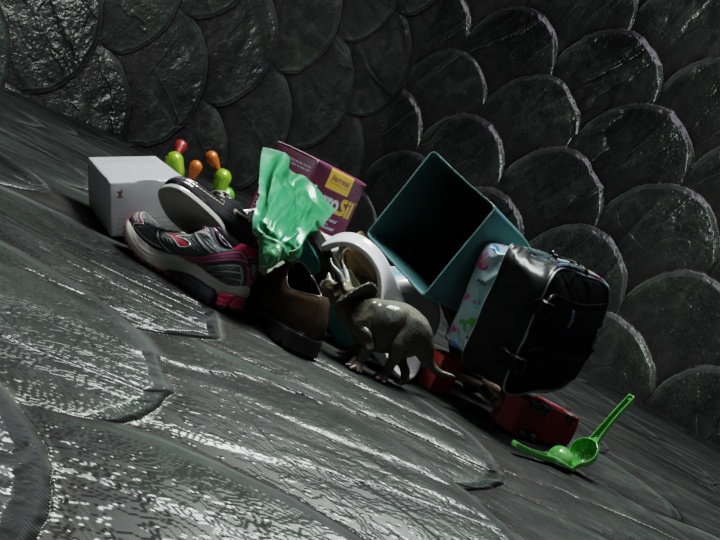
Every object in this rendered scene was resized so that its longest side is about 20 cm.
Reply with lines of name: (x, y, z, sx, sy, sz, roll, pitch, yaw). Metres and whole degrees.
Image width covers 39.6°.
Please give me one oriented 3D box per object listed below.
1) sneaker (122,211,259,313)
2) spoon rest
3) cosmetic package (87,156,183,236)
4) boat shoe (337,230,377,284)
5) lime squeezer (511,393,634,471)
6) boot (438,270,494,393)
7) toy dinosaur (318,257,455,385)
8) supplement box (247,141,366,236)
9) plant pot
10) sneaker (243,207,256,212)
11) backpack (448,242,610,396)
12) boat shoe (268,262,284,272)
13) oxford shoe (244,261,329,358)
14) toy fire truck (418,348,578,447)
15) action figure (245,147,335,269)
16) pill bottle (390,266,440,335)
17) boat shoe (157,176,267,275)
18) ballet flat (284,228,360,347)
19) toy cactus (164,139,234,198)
sneaker: (-0.193, -0.023, 1.154, 0.198, 0.076, 0.080, 28, 4, 29)
spoon rest: (0.025, 0.042, 1.238, 0.202, 0.060, 0.099, 61, 32, -9)
cosmetic package: (-0.295, -0.101, 1.310, 0.100, 0.076, 0.200, -4, 17, -21)
boat shoe: (0.000, 0.000, 1.358, 0.072, 0.064, 0.200, 53, -3, 8)
lime squeezer: (0.251, 0.207, 1.179, 0.197, 0.072, 0.038, -13, 43, -32)
boot: (0.140, 0.080, 1.440, 0.073, 0.075, 0.203, -11, 71, -37)
toy dinosaur: (0.034, 0.075, 1.166, 0.197, 0.104, 0.077, 25, 4, -5)
supplement box: (-0.098, -0.074, 1.539, 0.102, 0.203, 0.130, 28, 5, 39)
plant pot: (0.140, -0.027, 1.335, 0.199, 0.142, 0.141, 32, 12, -48)
sneaker: (-0.171, -0.055, 1.353, 0.079, 0.078, 0.199, -19, -3, 35)
backpack: (0.217, 0.061, 1.251, 0.198, 0.181, 0.150, 9, 17, -45)
boat shoe: (-0.124, 0.006, 1.369, 0.060, 0.073, 0.199, -27, -18, 35)
oxford shoe: (-0.086, 0.027, 1.145, 0.072, 0.086, 0.199, 21, 5, -36)
toy fire truck: (0.183, 0.169, 1.305, 0.198, 0.049, 0.140, 22, 6, -46)
action figure: (-0.090, -0.059, 1.149, 0.117, 0.055, 0.201, 36, 25, -13)
pill bottle: (0.053, 0.054, 1.501, 0.109, 0.112, 0.200, 25, 4, -8)
boat shoe: (-0.169, -0.062, 1.219, 0.073, 0.061, 0.200, 0, -30, 37)
ballet flat: (-0.046, 0.003, 1.274, 0.068, 0.067, 0.202, -36, 100, -46)
toy cactus: (-0.226, -0.075, 1.424, 0.202, 0.101, 0.166, 62, 25, -24)
